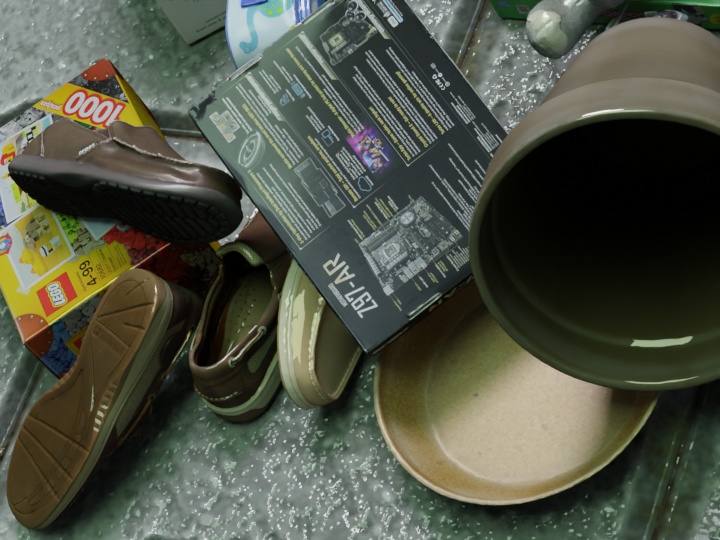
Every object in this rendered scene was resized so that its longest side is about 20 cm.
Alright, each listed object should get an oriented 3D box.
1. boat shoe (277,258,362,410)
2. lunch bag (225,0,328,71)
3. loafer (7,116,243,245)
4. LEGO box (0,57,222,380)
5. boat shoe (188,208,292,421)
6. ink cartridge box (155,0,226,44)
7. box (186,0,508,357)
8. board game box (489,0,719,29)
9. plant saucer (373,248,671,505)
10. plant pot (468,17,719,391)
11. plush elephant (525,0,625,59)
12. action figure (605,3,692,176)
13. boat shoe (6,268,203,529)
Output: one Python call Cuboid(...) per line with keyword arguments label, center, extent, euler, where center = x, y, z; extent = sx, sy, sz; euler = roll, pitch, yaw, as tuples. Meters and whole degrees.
Cuboid(label="boat shoe", center=(0.000, 0.000, 1.315), extent=(0.069, 0.074, 0.202), euler=(-1, 60, 30))
Cuboid(label="lunch bag", center=(-0.038, -0.195, 1.405), extent=(0.082, 0.161, 0.202), euler=(-14, 53, 18))
Cuboid(label="loafer", center=(-0.158, -0.073, 1.341), extent=(0.199, 0.073, 0.071), euler=(14, 66, 33))
Cuboid(label="LEGO box", center=(-0.200, -0.037, 1.437), extent=(0.148, 0.077, 0.201), euler=(-33, 50, 3))
Cuboid(label="boat shoe", center=(-0.064, 0.000, 1.346), extent=(0.074, 0.075, 0.204), euler=(2, 61, 28))
Cuboid(label="ink cartridge box", center=(-0.159, -0.298, 1.507), extent=(0.083, 0.200, 0.146), euler=(-26, 51, 9))
Cuboid(label="box", center=(0.008, -0.070, 1.265), extent=(0.160, 0.044, 0.201), euler=(-38, 82, -2))
Cuboid(label="board game box", center=(0.203, -0.238, 1.396), extent=(0.198, 0.029, 0.136), euler=(8, 64, 31))
Cuboid(label="plant saucer", center=(0.106, 0.065, 1.243), extent=(0.198, 0.035, 0.202), euler=(-13, 54, 19))
Cuboid(label="plant pot", center=(0.173, -0.057, 1.170), extent=(0.198, 0.201, 0.174), euler=(-11, 33, 20))
Cuboid(label="plush elephant", center=(0.153, -0.272, 1.320), extent=(0.199, 0.155, 0.166), euler=(-26, 48, 8))
Cuboid(label="action figure", center=(0.223, -0.121, 1.289), extent=(0.198, 0.069, 0.131), euler=(1, 67, 32))
Cuboid(label="boat shoe", center=(-0.172, 0.094, 1.345), extent=(0.072, 0.072, 0.201), euler=(36, 101, 39))
